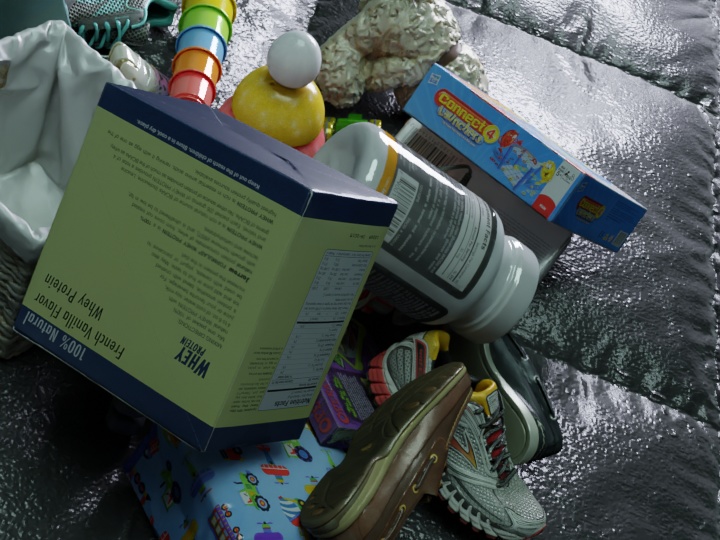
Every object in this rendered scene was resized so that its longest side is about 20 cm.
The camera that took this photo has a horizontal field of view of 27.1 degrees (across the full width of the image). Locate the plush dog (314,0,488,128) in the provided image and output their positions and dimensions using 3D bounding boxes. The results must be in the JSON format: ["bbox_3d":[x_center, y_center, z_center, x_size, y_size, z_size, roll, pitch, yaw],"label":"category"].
[{"bbox_3d":[0.071,-0.224,1.581,0.172,0.160,0.200,49,44,-14],"label":"plush dog"}]

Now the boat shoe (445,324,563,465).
[{"bbox_3d":[0.124,0.090,1.344,0.066,0.075,0.200,5,38,-37],"label":"boat shoe"}]

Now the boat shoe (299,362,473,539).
[{"bbox_3d":[0.031,0.150,1.155,0.068,0.072,0.200,54,50,-15],"label":"boat shoe"}]

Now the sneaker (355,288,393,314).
[{"bbox_3d":[0.000,0.000,1.326,0.200,0.073,0.087,-18,78,-59],"label":"sneaker"}]

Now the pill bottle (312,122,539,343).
[{"bbox_3d":[0.047,-0.026,1.240,0.199,0.116,0.117,33,38,-28],"label":"pill bottle"}]

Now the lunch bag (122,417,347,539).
[{"bbox_3d":[-0.061,0.174,1.176,0.199,0.094,0.151,-2,47,-40],"label":"lunch bag"}]

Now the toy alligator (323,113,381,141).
[{"bbox_3d":[-0.011,-0.116,1.450,0.059,0.055,0.200,3,12,1],"label":"toy alligator"}]

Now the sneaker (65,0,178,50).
[{"bbox_3d":[-0.255,-0.253,1.492,0.091,0.078,0.200,39,46,8],"label":"sneaker"}]

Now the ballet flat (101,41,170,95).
[{"bbox_3d":[-0.260,-0.188,1.426,0.198,0.071,0.069,2,47,-23],"label":"ballet flat"}]

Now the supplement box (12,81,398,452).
[{"bbox_3d":[-0.115,-0.003,1.105,0.199,0.201,0.134,28,11,27],"label":"supplement box"}]

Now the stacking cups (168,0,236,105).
[{"bbox_3d":[-0.159,-0.215,1.485,0.060,0.061,0.201,15,35,-11],"label":"stacking cups"}]

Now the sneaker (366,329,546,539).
[{"bbox_3d":[0.091,0.139,1.246,0.201,0.082,0.078,52,27,0],"label":"sneaker"}]

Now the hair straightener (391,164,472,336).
[{"bbox_3d":[0.066,-0.028,1.356,0.041,0.077,0.201,-5,48,33],"label":"hair straightener"}]

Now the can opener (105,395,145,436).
[{"bbox_3d":[-0.163,0.053,1.257,0.066,0.053,0.201,22,44,-5],"label":"can opener"}]

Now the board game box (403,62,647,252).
[{"bbox_3d":[0.165,-0.108,1.471,0.196,0.056,0.200,40,11,26],"label":"board game box"}]

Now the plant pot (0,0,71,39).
[{"bbox_3d":[-0.370,-0.250,1.337,0.198,0.142,0.142,-15,54,-8],"label":"plant pot"}]

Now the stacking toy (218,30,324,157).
[{"bbox_3d":[-0.076,-0.140,1.373,0.145,0.201,0.147,13,45,-14],"label":"stacking toy"}]

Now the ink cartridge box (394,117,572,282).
[{"bbox_3d":[0.076,-0.027,1.452,0.199,0.045,0.176,37,70,12],"label":"ink cartridge box"}]

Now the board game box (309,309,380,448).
[{"bbox_3d":[-0.027,0.069,1.290,0.120,0.032,0.201,23,33,-50],"label":"board game box"}]

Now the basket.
[{"bbox_3d":[-0.271,-0.069,1.244,0.200,0.161,0.198,41,45,16],"label":"basket"}]
